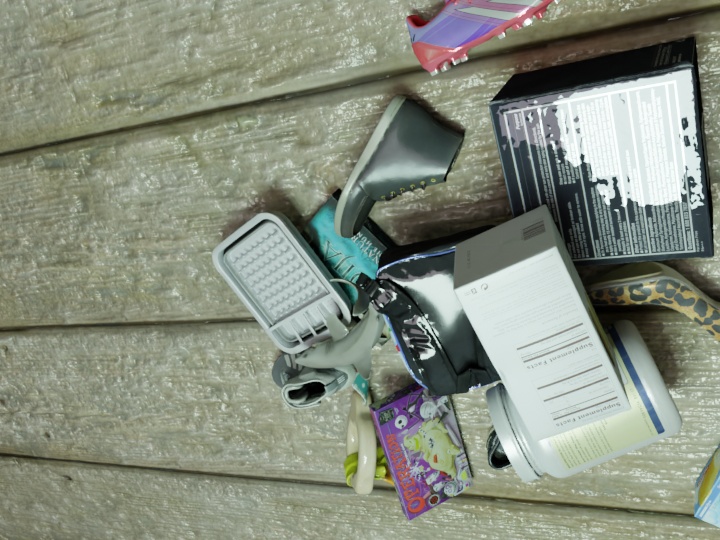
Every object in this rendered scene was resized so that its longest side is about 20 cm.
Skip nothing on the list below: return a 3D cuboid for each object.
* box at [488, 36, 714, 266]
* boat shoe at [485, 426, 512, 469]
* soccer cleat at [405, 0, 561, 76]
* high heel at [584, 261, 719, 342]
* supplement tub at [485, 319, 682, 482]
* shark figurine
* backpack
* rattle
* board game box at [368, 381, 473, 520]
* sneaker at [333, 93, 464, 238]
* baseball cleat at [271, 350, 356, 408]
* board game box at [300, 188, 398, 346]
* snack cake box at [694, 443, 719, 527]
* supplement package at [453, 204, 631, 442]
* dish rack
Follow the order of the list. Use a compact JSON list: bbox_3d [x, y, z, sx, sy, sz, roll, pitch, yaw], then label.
[{"bbox_3d":[0.262,-0.120,0.781,0.196,0.123,0.202,-5,116,28],"label":"box"},{"bbox_3d":[0.245,0.218,1.013,0.075,0.066,0.199,48,126,-4],"label":"boat shoe"},{"bbox_3d":[0.138,-0.285,0.791,0.199,0.067,0.077,-22,101,36],"label":"soccer cleat"},{"bbox_3d":[0.366,0.060,0.859,0.198,0.071,0.144,-12,105,21],"label":"high heel"},{"bbox_3d":[0.269,0.164,0.894,0.198,0.145,0.146,-27,104,15],"label":"supplement tub"},{"bbox_3d":[0.001,0.095,0.970,0.127,0.090,0.215,5,145,-20],"label":"shark figurine"},{"bbox_3d":[0.117,0.051,0.917,0.198,0.154,0.193,-13,102,15],"label":"backpack"},{"bbox_3d":[0.041,0.239,1.131,0.141,0.130,0.203,4,88,5],"label":"rattle"},{"bbox_3d":[0.094,0.264,1.091,0.119,0.032,0.202,-22,112,-11],"label":"board game box"},{"bbox_3d":[0.044,-0.107,0.917,0.106,0.075,0.201,31,118,6],"label":"sneaker"},{"bbox_3d":[-0.096,0.163,1.101,0.199,0.106,0.070,-17,98,49],"label":"baseball cleat"},{"bbox_3d":[0.000,0.000,1.036,0.200,0.028,0.135,43,126,-1],"label":"board game box"},{"bbox_3d":[0.508,0.241,0.896,0.114,0.067,0.202,21,124,15],"label":"snack cake box"},{"bbox_3d":[0.189,0.056,0.766,0.109,0.114,0.201,-24,111,19],"label":"supplement package"},{"bbox_3d":[-0.109,0.015,1.057,0.171,0.044,0.201,-29,103,42],"label":"dish rack"}]
